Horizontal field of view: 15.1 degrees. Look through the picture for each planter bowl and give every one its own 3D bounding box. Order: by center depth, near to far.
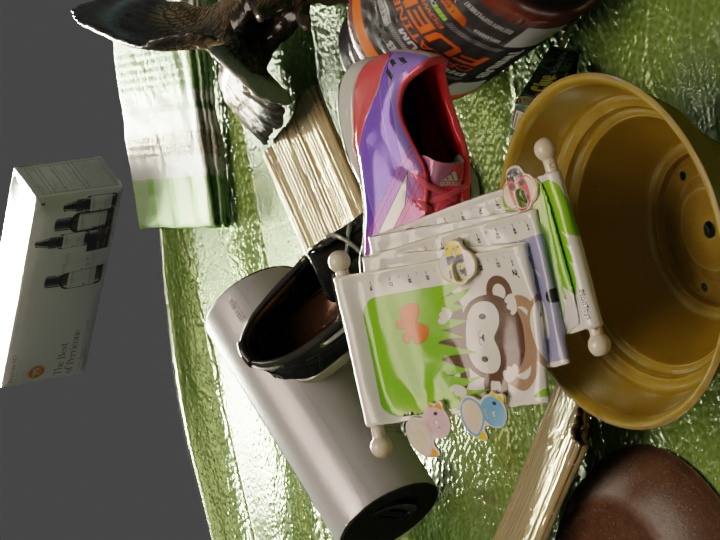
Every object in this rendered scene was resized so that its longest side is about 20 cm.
[{"bbox_3d":[0.170,-0.017,1.526,0.200,0.083,0.201,26,122,51],"label":"planter bowl"}]

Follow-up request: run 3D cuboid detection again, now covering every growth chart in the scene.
[{"bbox_3d":[0.061,0.025,1.572,0.200,0.018,0.145,-25,80,39],"label":"growth chart"}]

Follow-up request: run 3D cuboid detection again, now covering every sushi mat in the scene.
[{"bbox_3d":[0.107,0.145,1.695,0.096,0.012,0.200,-84,10,-52],"label":"sushi mat"},{"bbox_3d":[-0.017,-0.026,1.924,0.096,0.012,0.200,-56,50,50],"label":"sushi mat"}]

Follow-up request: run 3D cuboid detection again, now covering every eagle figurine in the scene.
[{"bbox_3d":[-0.096,-0.167,1.922,0.200,0.151,0.152,-30,81,47],"label":"eagle figurine"}]

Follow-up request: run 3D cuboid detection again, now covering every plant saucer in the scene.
[{"bbox_3d":[0.167,0.206,1.638,0.200,0.037,0.201,23,117,57],"label":"plant saucer"}]

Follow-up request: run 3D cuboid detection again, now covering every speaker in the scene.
[{"bbox_3d":[-0.027,0.096,1.883,0.200,0.081,0.081,56,142,26],"label":"speaker"}]

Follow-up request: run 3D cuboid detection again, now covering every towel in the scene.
[{"bbox_3d":[-0.146,-0.132,2.113,0.149,0.031,0.201,3,102,62],"label":"towel"}]

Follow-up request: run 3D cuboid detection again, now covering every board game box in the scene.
[{"bbox_3d":[0.098,-0.027,1.651,0.105,0.023,0.200,-61,-18,-63],"label":"board game box"}]

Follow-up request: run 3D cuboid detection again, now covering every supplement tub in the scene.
[{"bbox_3d":[0.061,-0.167,1.664,0.200,0.107,0.107,-33,68,58],"label":"supplement tub"}]

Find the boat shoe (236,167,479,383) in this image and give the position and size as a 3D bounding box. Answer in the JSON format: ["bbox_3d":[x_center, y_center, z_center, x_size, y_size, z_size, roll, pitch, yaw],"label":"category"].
[{"bbox_3d":[0.000,0.000,1.793,0.200,0.068,0.072,-44,55,22],"label":"boat shoe"}]

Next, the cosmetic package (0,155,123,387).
[{"bbox_3d":[-0.259,0.003,2.278,0.051,0.082,0.200,52,140,41],"label":"cosmetic package"}]

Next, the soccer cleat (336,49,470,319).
[{"bbox_3d":[0.038,-0.033,1.626,0.073,0.068,0.201,-10,91,54],"label":"soccer cleat"}]
